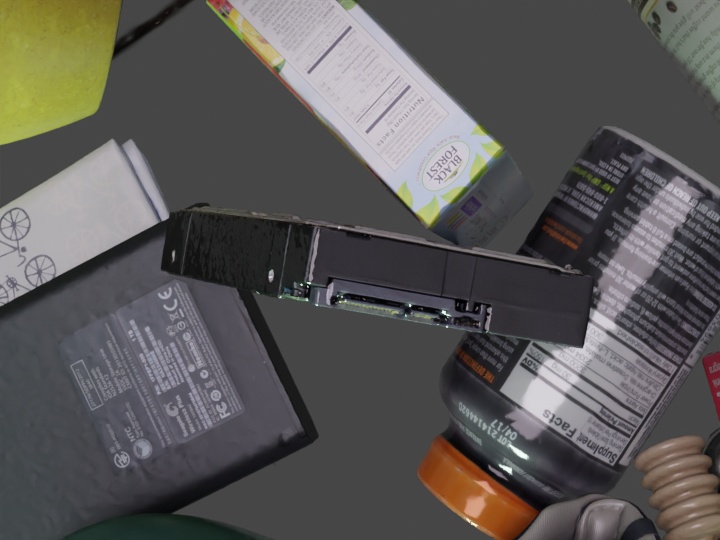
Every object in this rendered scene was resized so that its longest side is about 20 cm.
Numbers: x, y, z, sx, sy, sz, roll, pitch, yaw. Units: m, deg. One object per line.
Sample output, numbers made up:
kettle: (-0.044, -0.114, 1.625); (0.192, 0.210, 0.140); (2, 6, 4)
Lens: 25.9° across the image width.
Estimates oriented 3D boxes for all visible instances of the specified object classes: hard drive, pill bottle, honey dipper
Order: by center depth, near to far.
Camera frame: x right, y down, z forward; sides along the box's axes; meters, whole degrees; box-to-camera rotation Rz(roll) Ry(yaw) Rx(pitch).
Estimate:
honey dipper: (0.176, 0.175, 0.727); (0.038, 0.038, 0.202); (-21, 65, 9)
hard drive: (0.000, 0.000, 0.735); (0.138, 0.200, 0.038); (10, 91, -24)
pill bottle: (0.109, 0.038, 0.781); (0.106, 0.106, 0.201); (34, 95, 10)
hard drive: (-0.140, 0.071, 0.843); (0.198, 0.033, 0.141); (-26, 89, 8)

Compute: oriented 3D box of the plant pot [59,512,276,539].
plant pot: (-0.097, 0.212, 0.768); (0.160, 0.199, 0.203); (17, 92, 47)

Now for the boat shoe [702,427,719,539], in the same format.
boat shoe: (0.218, 0.173, 0.777); (0.070, 0.064, 0.202); (-24, 84, 9)

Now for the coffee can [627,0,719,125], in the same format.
coffee can: (0.197, -0.157, 0.750); (0.146, 0.146, 0.201); (-37, 82, 7)

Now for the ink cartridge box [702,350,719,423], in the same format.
ink cartridge box: (0.261, 0.117, 0.721); (0.143, 0.084, 0.203); (-9, 79, -23)

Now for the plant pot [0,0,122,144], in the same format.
plant pot: (-0.199, -0.146, 0.819); (0.140, 0.200, 0.203); (9, 90, -16)

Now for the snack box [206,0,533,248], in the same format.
snack box: (0.013, -0.078, 0.754); (0.053, 0.200, 0.142); (-44, 82, 5)

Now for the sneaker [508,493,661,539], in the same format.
sneaker: (0.133, 0.194, 0.749); (0.200, 0.077, 0.148); (22, 104, -19)

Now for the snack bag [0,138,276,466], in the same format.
snack bag: (-0.163, 0.057, 0.875); (0.187, 0.021, 0.202); (-29, 84, 8)
